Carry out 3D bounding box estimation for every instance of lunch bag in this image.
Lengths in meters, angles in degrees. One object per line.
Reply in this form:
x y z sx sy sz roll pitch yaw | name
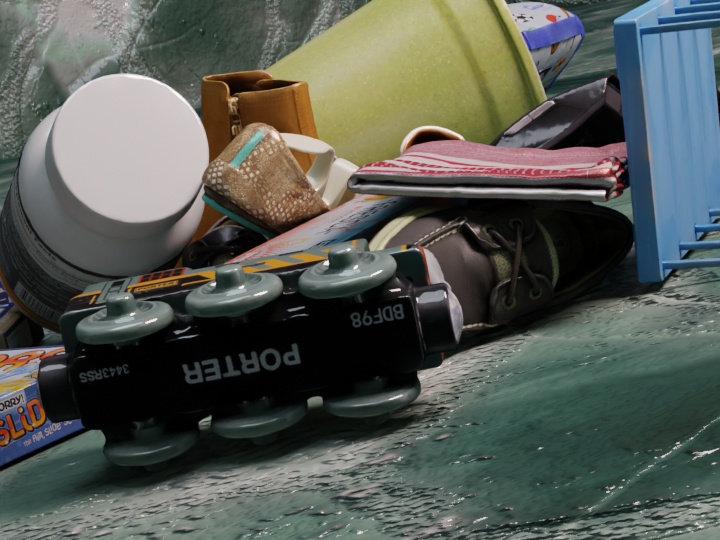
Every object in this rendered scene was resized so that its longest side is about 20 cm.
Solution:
0.111 -0.204 2.153 0.199 0.125 0.170 -17 5 30 | lunch bag

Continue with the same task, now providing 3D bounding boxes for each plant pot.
0.026 -0.129 1.663 0.183 0.202 0.200 -26 11 -9 | plant pot

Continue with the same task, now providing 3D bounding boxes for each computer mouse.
0.146 -0.072 1.353 0.200 0.140 0.046 -42 50 1 | computer mouse

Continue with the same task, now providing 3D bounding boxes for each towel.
0.078 -0.057 1.187 0.143 0.023 0.200 1 6 11 | towel

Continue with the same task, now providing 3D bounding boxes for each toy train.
-0.050 0.030 0.998 0.198 0.086 0.114 -12 15 5 | toy train

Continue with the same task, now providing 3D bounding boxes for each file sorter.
0.226 -0.086 1.189 0.122 0.140 0.200 -3 12 20 | file sorter

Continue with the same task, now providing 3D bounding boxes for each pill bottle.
-0.159 -0.039 1.326 0.116 0.117 0.200 -16 -13 -22 | pill bottle

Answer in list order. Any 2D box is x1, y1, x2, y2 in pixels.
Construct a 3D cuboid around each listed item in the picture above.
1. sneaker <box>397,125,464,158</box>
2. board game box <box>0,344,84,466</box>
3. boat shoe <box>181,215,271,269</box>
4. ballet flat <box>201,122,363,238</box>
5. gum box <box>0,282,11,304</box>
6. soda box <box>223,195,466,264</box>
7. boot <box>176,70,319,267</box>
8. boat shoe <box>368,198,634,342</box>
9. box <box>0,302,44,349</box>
0.053 -0.058 1.442 0.072 0.085 0.200 -16 8 -13 | sneaker
-0.230 0.077 1.154 0.199 0.035 0.135 -6 11 39 | board game box
-0.079 0.005 1.284 0.071 0.065 0.200 -12 9 3 | boat shoe
-0.027 -0.042 1.296 0.070 0.066 0.200 33 2 23 | ballet flat
-0.311 0.015 1.555 0.113 0.067 0.200 -16 9 -17 | gum box
0.000 0.000 1.211 0.068 0.064 0.200 -8 11 26 | soda box
-0.093 -0.061 1.467 0.200 0.145 0.071 -5 11 43 | boot
0.075 -0.007 1.122 0.066 0.072 0.200 -12 3 38 | boat shoe
-0.312 0.062 1.387 0.198 0.033 0.121 -13 9 3 | box
